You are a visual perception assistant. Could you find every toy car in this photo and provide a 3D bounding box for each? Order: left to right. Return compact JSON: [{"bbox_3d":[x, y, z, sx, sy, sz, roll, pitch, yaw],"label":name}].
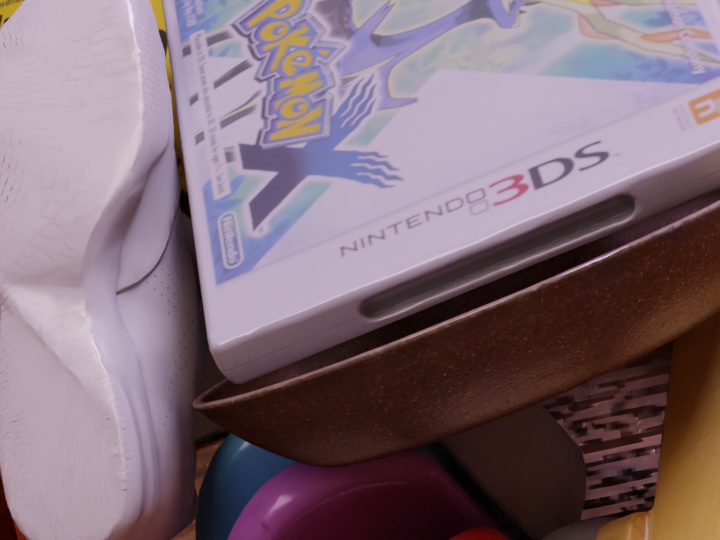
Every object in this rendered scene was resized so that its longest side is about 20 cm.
[{"bbox_3d":[0.013,0.121,0.745,0.175,0.150,0.200,-43,49,2],"label":"toy car"}]

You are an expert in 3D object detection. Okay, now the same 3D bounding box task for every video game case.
[{"bbox_3d":[0.026,-0.068,0.702,0.182,0.022,0.200,-22,41,8],"label":"video game case"}]

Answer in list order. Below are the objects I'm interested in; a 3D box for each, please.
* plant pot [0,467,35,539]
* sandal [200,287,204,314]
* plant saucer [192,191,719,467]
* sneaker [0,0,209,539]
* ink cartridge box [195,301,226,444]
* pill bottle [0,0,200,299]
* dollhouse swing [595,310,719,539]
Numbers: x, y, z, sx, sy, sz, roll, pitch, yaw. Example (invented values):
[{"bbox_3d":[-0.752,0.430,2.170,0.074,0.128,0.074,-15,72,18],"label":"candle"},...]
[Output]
[{"bbox_3d":[-0.135,0.221,0.757,0.200,0.176,0.200,-33,49,10],"label":"plant pot"},{"bbox_3d":[0.000,0.000,0.797,0.075,0.200,0.045,-42,64,20],"label":"sandal"},{"bbox_3d":[0.045,0.019,0.679,0.200,0.200,0.037,-23,93,18],"label":"plant saucer"},{"bbox_3d":[-0.085,-0.002,0.743,0.075,0.088,0.201,-3,85,27],"label":"sneaker"},{"bbox_3d":[-0.099,-0.023,0.946,0.146,0.084,0.200,-26,52,15],"label":"ink cartridge box"},{"bbox_3d":[-0.105,-0.083,0.859,0.111,0.111,0.200,-12,56,25],"label":"pill bottle"},{"bbox_3d":[0.196,0.076,0.654,0.200,0.182,0.176,-28,26,45],"label":"dollhouse swing"}]
